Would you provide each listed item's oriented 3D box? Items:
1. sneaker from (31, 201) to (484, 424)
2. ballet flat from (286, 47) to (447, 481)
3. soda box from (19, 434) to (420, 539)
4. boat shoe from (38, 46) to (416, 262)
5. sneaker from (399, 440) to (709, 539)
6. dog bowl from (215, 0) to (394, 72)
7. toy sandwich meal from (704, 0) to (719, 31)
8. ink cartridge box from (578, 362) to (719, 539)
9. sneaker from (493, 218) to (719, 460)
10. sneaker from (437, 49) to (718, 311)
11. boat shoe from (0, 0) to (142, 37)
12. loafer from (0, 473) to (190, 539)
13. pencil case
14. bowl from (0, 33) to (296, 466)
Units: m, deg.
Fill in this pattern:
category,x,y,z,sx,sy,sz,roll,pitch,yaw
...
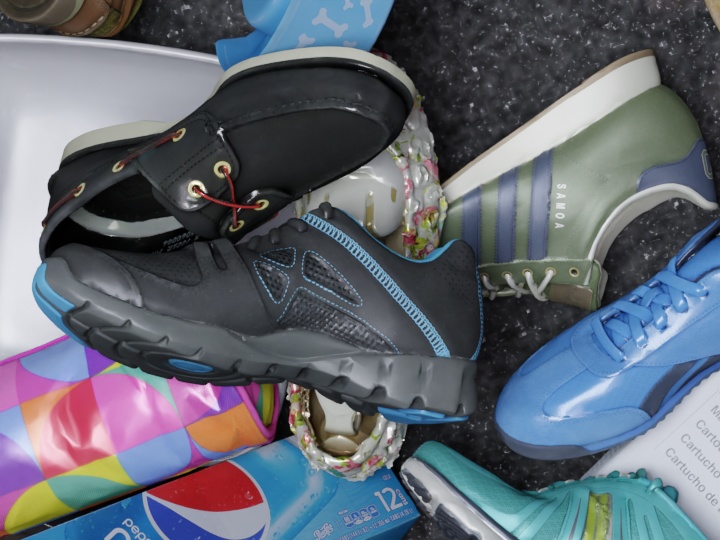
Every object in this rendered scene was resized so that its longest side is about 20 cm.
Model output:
category,x,y,z,sx,sy,sz,roll,pitch,yaw
sneaker,-0.041,0.010,1.034,0.199,0.073,0.082,13,79,-20
ballet flat,0.000,0.000,1.101,0.075,0.064,0.201,1,98,10
soda box,-0.073,0.135,1.121,0.064,0.199,0.068,56,141,19
boat shoe,-0.059,-0.041,1.056,0.201,0.063,0.074,-18,135,36
sneaker,0.112,0.127,1.129,0.199,0.078,0.080,26,79,4
dog bowl,-0.024,-0.160,1.098,0.049,0.200,0.112,17,124,-21
toy sandwich meal,0.245,-0.168,1.115,0.204,0.070,0.206,2,101,8
ink cartridge box,0.207,0.140,1.161,0.200,0.041,0.200,-45,88,10
sneaker,0.147,0.016,1.117,0.199,0.079,0.066,-26,48,-4
sneaker,0.079,-0.013,1.150,0.200,0.067,0.090,-35,85,7
boat shoe,-0.119,-0.208,1.119,0.072,0.068,0.201,18,97,38
loafer,-0.133,0.134,1.205,0.199,0.073,0.072,21,129,5
pencil case,-0.138,0.070,1.112,0.199,0.088,0.089,-19,93,8
bowl,-0.120,-0.011,1.178,0.199,0.075,0.201,7,96,8
